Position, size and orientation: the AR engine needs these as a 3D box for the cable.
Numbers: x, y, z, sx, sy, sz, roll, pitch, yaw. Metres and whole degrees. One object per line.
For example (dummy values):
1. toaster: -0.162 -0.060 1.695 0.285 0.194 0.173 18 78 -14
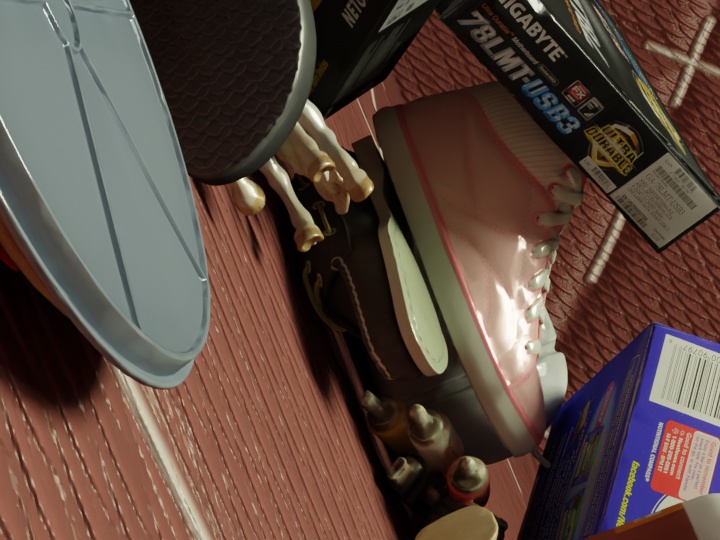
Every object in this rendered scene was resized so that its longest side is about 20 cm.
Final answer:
1. cable: 0.059 0.124 0.962 0.097 0.050 0.200 35 -5 25

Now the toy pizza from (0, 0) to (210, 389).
1. toy pizza: -0.090 -0.062 0.435 0.200 0.032 0.202 -21 90 -84

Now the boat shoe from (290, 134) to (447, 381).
1. boat shoe: 0.000 0.000 0.905 0.202 0.060 0.072 -103 169 -59

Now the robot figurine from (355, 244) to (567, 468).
1. robot figurine: 0.053 0.031 1.030 0.169 0.112 0.201 -29 -100 62

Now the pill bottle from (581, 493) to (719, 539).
1. pill bottle: 0.100 0.145 0.600 0.112 0.199 0.113 -22 90 -85

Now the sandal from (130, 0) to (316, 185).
1. sandal: -0.063 -0.120 0.665 0.043 0.076 0.201 50 18 -60

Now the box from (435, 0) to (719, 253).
1. box: 0.097 -0.133 0.921 0.198 0.050 0.201 44 19 -34

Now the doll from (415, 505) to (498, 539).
1. doll: 0.078 0.221 0.880 0.137 0.048 0.201 -120 -170 -55

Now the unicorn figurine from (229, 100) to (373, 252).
1. unicorn figurine: -0.052 -0.089 0.759 0.138 0.073 0.200 60 -11 16

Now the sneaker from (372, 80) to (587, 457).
1. sneaker: 0.085 -0.009 0.921 0.075 0.104 0.202 51 19 -81

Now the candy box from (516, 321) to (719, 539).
1. candy box: 0.142 0.140 0.952 0.200 0.077 0.170 120 -11 -70

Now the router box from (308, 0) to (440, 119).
1. router box: -0.030 -0.167 0.782 0.158 0.052 0.200 55 -17 4
